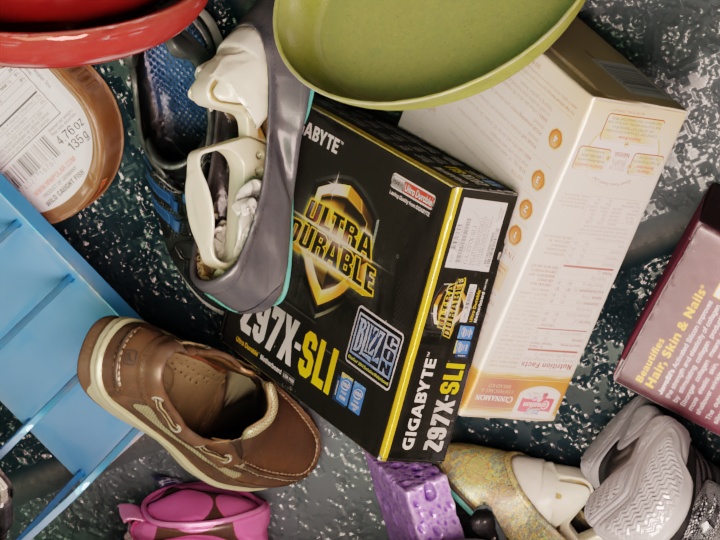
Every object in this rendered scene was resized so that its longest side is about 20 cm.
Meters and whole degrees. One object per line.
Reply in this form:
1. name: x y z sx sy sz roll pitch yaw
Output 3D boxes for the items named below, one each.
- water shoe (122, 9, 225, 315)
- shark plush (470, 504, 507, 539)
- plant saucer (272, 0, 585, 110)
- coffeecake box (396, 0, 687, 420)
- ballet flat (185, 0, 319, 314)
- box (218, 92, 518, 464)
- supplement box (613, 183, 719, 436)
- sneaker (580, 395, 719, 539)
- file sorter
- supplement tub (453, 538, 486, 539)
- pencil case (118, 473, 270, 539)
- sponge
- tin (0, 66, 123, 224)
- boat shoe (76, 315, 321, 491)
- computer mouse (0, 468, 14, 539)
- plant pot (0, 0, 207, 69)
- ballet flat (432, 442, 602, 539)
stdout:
1. water shoe: -0.104 -0.058 1.614 0.071 0.079 0.201 -11 105 18
2. shark plush: 0.103 0.227 1.622 0.091 0.083 0.200 -42 120 1
3. plant saucer: 0.048 -0.158 1.501 0.199 0.201 0.031 -13 136 18
4. coffeecake box: 0.081 -0.040 1.531 0.073 0.154 0.201 6 117 -35
5. ballet flat: -0.066 -0.076 1.547 0.073 0.073 0.202 6 88 12
6. box: 0.000 0.000 1.538 0.049 0.200 0.161 5 107 -33
7. supplement box: 0.260 0.051 1.553 0.199 0.086 0.111 28 113 4
8. sneaker: 0.190 0.139 1.545 0.114 0.200 0.076 41 98 -6
9. file sorter: -0.229 0.057 1.639 0.200 0.123 0.139 46 134 -3
10. supplement tub: 0.064 0.267 1.528 0.140 0.140 0.201 -22 104 20
11. pencil case: -0.103 0.233 1.706 0.093 0.091 0.201 -7 107 -20
12. sponge: 0.053 0.206 1.644 0.030 0.112 0.201 -20 104 -11
13. tin: -0.231 -0.116 1.652 0.112 0.042 0.200 -41 94 18
14. boat shoe: -0.079 0.087 1.598 0.075 0.202 0.075 7 77 40
15. computer mouse: -0.201 0.220 1.542 0.052 0.201 0.139 -1 147 -10
16. plant pot: -0.171 -0.223 1.520 0.199 0.201 0.184 3 117 13
17. ballet flat: 0.132 0.159 1.633 0.200 0.071 0.071 44 112 -9
